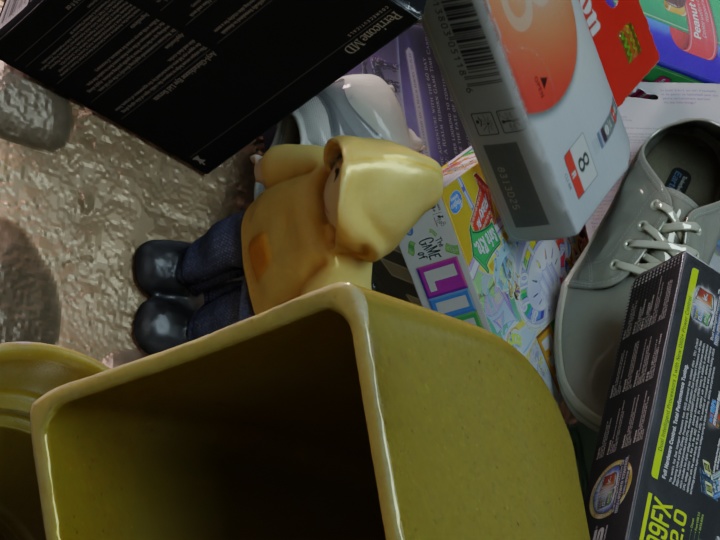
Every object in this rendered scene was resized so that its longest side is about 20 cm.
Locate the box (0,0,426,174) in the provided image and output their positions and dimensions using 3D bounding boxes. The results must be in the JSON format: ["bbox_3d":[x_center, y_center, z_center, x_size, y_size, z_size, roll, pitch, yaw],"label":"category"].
[{"bbox_3d":[-0.074,-0.144,1.185,0.141,0.200,0.079,31,54,-23],"label":"box"}]

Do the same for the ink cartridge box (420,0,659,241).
[{"bbox_3d":[0.112,-0.133,1.258,0.200,0.050,0.163,-47,122,-42],"label":"ink cartridge box"}]

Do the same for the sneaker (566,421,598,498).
[{"bbox_3d":[0.153,0.103,1.275,0.200,0.118,0.074,16,57,-43],"label":"sneaker"}]

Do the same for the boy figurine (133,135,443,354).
[{"bbox_3d":[-0.035,-0.007,1.155,0.064,0.200,0.125,14,65,-32],"label":"boy figurine"}]

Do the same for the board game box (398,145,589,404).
[{"bbox_3d":[0.087,-0.003,1.283,0.200,0.034,0.135,-38,109,-61],"label":"board game box"}]

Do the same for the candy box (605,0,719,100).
[{"bbox_3d":[0.135,-0.179,1.430,0.199,0.077,0.170,14,53,-32],"label":"candy box"}]

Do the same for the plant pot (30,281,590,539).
[{"bbox_3d":[0.002,0.131,1.040,0.199,0.195,0.195,9,67,-51],"label":"plant pot"}]

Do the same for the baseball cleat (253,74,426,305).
[{"bbox_3d":[0.000,0.000,1.262,0.106,0.070,0.201,-20,93,-28],"label":"baseball cleat"}]

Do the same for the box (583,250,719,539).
[{"bbox_3d":[0.189,0.114,1.166,0.160,0.044,0.201,30,54,-21],"label":"box"}]

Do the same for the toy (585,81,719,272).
[{"bbox_3d":[0.171,-0.013,1.333,0.114,0.047,0.201,2,58,-23],"label":"toy"}]

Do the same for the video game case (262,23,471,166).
[{"bbox_3d":[0.029,-0.076,1.354,0.199,0.019,0.144,5,67,-35],"label":"video game case"}]

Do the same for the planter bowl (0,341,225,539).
[{"bbox_3d":[-0.158,0.139,1.062,0.200,0.083,0.202,21,59,-40],"label":"planter bowl"}]

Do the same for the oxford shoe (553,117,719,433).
[{"bbox_3d":[0.154,-0.004,1.259,0.075,0.058,0.201,26,61,-4],"label":"oxford shoe"}]
